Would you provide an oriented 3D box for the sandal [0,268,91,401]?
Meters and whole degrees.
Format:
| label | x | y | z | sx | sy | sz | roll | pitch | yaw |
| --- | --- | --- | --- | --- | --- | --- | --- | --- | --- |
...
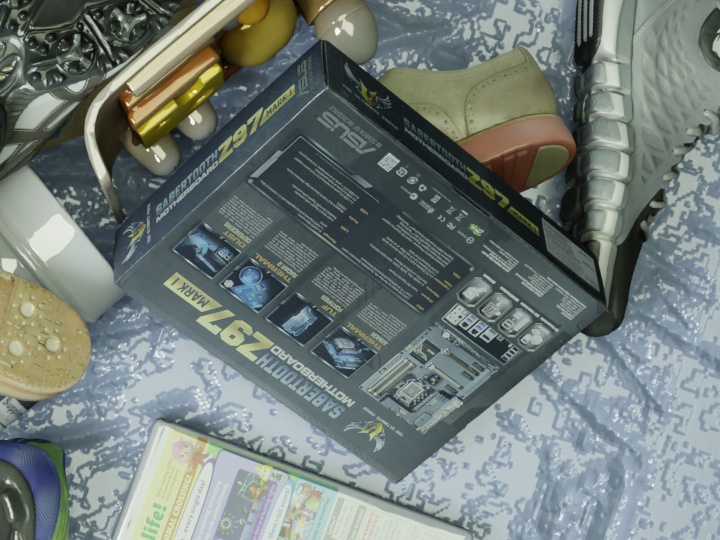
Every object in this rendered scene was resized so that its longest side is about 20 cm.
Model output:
| label | x | y | z | sx | sy | sz | roll | pitch | yaw |
| --- | --- | --- | --- | --- | --- | --- | --- | --- | --- |
| sandal | -0.209 | 0.003 | 1.182 | 0.211 | 0.070 | 0.078 | 20 | 63 | -28 |

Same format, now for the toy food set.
| label | x | y | z | sx | sy | sz | roll | pitch | yaw |
| --- | --- | --- | --- | --- | --- | --- | --- | --- | --- |
| toy food set | -0.054 | -0.101 | 1.302 | 0.200 | 0.144 | 0.060 | -41 | 86 | -5 |

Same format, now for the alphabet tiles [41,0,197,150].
| label | x | y | z | sx | sy | sz | roll | pitch | yaw |
| --- | --- | --- | --- | --- | --- | --- | --- | --- | --- |
| alphabet tiles | -0.171 | -0.115 | 1.284 | 0.199 | 0.167 | 0.006 | -21 | 54 | -19 |

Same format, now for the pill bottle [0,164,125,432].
| label | x | y | z | sx | sy | sz | roll | pitch | yaw |
| --- | --- | --- | --- | --- | --- | --- | --- | --- | --- |
| pill bottle | -0.222 | 0.038 | 1.300 | 0.200 | 0.120 | 0.120 | -40 | 94 | -5 |

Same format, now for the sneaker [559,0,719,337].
| label | x | y | z | sx | sy | sz | roll | pitch | yaw |
| --- | --- | --- | --- | --- | --- | --- | --- | --- | --- |
| sneaker | 0.170 | -0.062 | 1.367 | 0.115 | 0.075 | 0.201 | 5 | 89 | -9 |

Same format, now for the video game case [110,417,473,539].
| label | x | y | z | sx | sy | sz | roll | pitch | yaw |
| --- | --- | --- | --- | --- | --- | --- | --- | --- | --- |
| video game case | -0.057 | 0.202 | 1.368 | 0.181 | 0.022 | 0.201 | 20 | 89 | -6 |

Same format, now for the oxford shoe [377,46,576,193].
| label | x | y | z | sx | sy | sz | roll | pitch | yaw |
| --- | --- | --- | --- | --- | --- | --- | --- | --- | --- |
| oxford shoe | 0.009 | -0.062 | 1.361 | 0.199 | 0.071 | 0.074 | -14 | 67 | -6 |

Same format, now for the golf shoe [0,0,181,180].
| label | x | y | z | sx | sy | sz | roll | pitch | yaw |
| --- | --- | --- | --- | --- | --- | --- | --- | --- | --- |
| golf shoe | -0.164 | -0.101 | 1.252 | 0.200 | 0.094 | 0.078 | -41 | 90 | -11 |

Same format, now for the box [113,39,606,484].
| label | x | y | z | sx | sy | sz | roll | pitch | yaw |
| --- | --- | --- | --- | --- | --- | --- | --- | --- | --- |
| box | 0.000 | 0.000 | 1.295 | 0.200 | 0.051 | 0.158 | 36 | 116 | -25 |

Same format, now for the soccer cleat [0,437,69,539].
| label | x | y | z | sx | sy | sz | roll | pitch | yaw |
| --- | --- | --- | --- | --- | --- | --- | --- | --- | --- |
| soccer cleat | -0.176 | 0.182 | 1.332 | 0.064 | 0.084 | 0.201 | 11 | 108 | 21 |
